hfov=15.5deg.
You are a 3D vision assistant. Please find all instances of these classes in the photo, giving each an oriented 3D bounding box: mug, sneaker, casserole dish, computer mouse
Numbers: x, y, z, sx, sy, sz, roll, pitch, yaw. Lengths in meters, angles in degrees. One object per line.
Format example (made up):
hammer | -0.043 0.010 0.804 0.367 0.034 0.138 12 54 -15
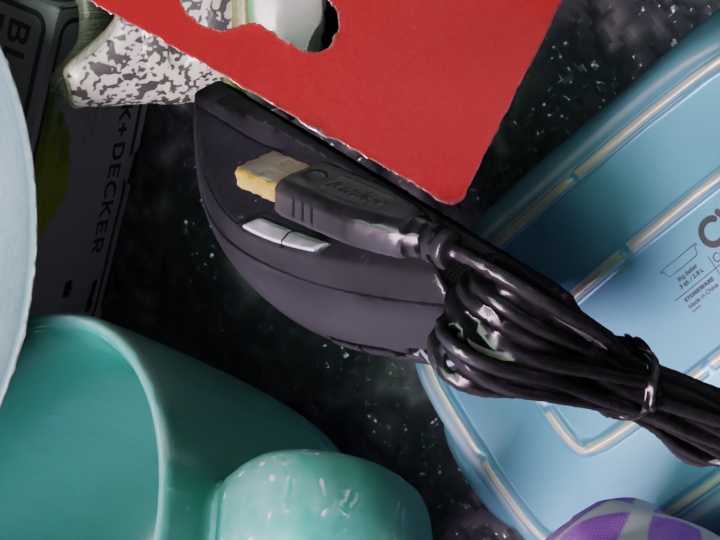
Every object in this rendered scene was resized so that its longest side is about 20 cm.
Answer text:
mug | -0.056 0.106 0.754 0.185 0.114 0.153 26 88 52
sneaker | -0.070 -0.135 0.750 0.077 0.088 0.201 -13 91 66
casserole dish | 0.091 0.008 0.720 0.200 0.039 0.121 -41 77 28
computer mouse | 0.000 0.000 0.662 0.200 0.140 0.046 33 94 39

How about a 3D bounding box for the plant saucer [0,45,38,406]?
plant saucer | -0.161 -0.006 0.785 0.200 0.039 0.202 -3 85 33

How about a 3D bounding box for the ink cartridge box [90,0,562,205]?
ink cartridge box | 0.005 -0.143 0.650 0.160 0.050 0.201 29 75 -6

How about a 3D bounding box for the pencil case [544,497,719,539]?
pencil case | 0.120 0.131 0.647 0.200 0.084 0.086 31 128 37

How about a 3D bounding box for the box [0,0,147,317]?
box | -0.165 -0.065 0.848 0.199 0.060 0.117 25 110 25
